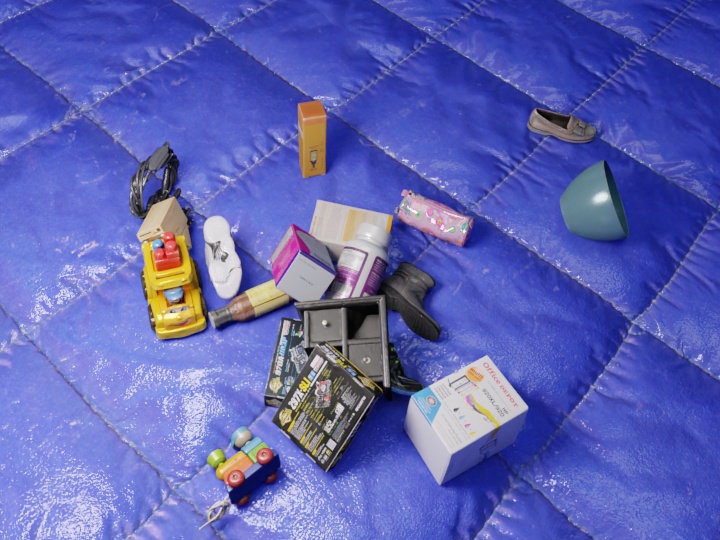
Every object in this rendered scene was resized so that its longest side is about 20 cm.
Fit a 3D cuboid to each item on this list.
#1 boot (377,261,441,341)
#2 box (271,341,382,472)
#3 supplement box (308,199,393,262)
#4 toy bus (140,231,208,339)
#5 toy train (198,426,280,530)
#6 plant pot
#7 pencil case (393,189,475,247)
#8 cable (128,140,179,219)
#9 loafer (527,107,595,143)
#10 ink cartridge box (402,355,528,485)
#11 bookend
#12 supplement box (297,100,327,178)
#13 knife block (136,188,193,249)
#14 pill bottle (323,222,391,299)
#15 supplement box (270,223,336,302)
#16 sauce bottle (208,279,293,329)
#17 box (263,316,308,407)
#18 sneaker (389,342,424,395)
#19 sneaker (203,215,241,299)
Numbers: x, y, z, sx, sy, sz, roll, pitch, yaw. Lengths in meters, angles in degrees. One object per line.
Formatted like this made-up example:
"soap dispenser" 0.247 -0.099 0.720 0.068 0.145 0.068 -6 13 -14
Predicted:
"boot" 0.138 0.062 1.800 0.199 0.070 0.131 41 54 18
"box" -0.069 0.272 1.543 0.159 0.202 0.049 38 18 20
"supplement box" -0.026 -0.085 1.887 0.195 0.074 0.128 12 52 2
"toy bus" -0.415 0.018 1.701 0.133 0.194 0.203 -11 56 -15
"toy train" -0.262 0.398 1.503 0.198 0.086 0.115 -34 52 -26
"plant pot" 0.582 -0.160 1.949 0.132 0.200 0.204 -18 47 25
"pencil case" 0.187 -0.132 1.938 0.197 0.088 0.088 26 54 13
"cable" -0.507 -0.208 1.881 0.050 0.164 0.203 21 61 4
"loafer" 0.578 -0.415 2.200 0.195 0.064 0.073 11 53 3
"ink cartridge box" 0.212 0.303 1.573 0.197 0.146 0.148 -23 57 -22
"bookend" -0.036 0.167 1.613 0.195 0.093 0.203 -4 64 4
"supplement box" -0.125 -0.335 1.987 0.065 0.202 0.070 -11 50 -13
"knife block" -0.460 -0.133 1.814 0.063 0.200 0.179 -20 72 11
"pill bottle" 0.000 0.000 1.761 0.110 0.112 0.204 20 79 11
"supplement box" -0.132 -0.013 1.733 0.100 0.104 0.201 32 13 -19
"sauce bottle" -0.248 0.074 1.752 0.196 0.067 0.067 -21 57 -21
"box" -0.115 0.205 1.678 0.155 0.046 0.203 8 53 0
"sneaker" 0.059 0.202 1.669 0.198 0.071 0.084 36 94 22
"sneaker" -0.318 -0.014 1.789 0.073 0.115 0.204 -10 67 -13
